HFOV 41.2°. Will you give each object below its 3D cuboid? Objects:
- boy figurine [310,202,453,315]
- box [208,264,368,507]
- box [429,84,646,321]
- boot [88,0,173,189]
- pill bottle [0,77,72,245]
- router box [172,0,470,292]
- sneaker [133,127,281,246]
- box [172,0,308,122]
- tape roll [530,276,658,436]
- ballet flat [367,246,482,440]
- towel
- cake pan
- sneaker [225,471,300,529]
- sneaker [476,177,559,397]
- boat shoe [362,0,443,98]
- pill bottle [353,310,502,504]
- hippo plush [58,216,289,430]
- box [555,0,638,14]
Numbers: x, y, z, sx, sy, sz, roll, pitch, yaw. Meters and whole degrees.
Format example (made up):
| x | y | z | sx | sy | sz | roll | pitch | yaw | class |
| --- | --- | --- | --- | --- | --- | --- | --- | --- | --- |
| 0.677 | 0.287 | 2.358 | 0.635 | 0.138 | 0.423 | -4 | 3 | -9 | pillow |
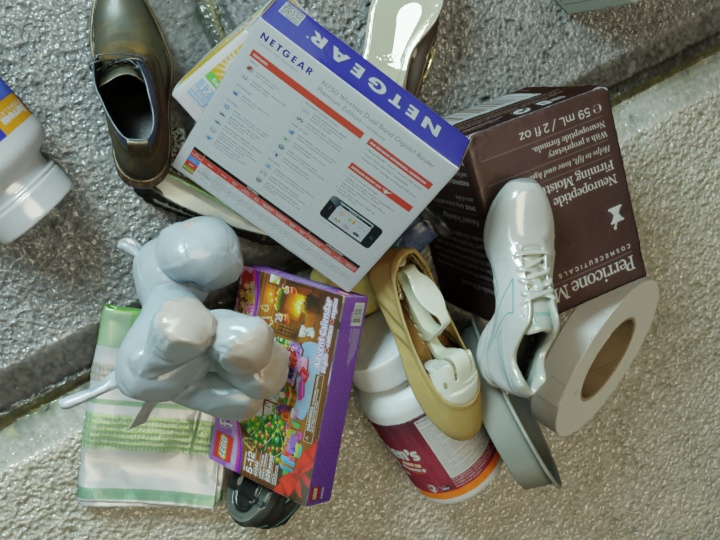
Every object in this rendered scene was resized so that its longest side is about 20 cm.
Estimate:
| x | y | z | sx | sy | sz | roll | pitch | yaw | class |
| --- | --- | --- | --- | --- | --- | --- | --- | --- | --- |
| 0.000 | 0.000 | 0.965 | 0.200 | 0.065 | 0.124 | -41 | 142 | 13 | boy figurine |
| -0.073 | 0.106 | 0.922 | 0.039 | 0.136 | 0.202 | 4 | 99 | -51 | box |
| 0.165 | -0.071 | 0.987 | 0.165 | 0.164 | 0.202 | -22 | 106 | -16 | box |
| -0.201 | -0.181 | 0.845 | 0.074 | 0.097 | 0.202 | -10 | 83 | -12 | boot |
| -0.343 | -0.123 | 0.815 | 0.112 | 0.112 | 0.200 | -43 | 111 | -9 | pill bottle |
| -0.037 | -0.100 | 0.819 | 0.199 | 0.049 | 0.180 | 36 | 130 | -8 | router box |
| -0.114 | -0.081 | 0.934 | 0.199 | 0.077 | 0.089 | 20 | 83 | -25 | sneaker |
| -0.058 | -0.140 | 0.896 | 0.200 | 0.112 | 0.102 | 47 | 37 | -17 | box |
| 0.260 | 0.090 | 1.057 | 0.202 | 0.037 | 0.204 | -37 | 145 | -31 | tape roll |
| 0.068 | 0.069 | 0.893 | 0.068 | 0.063 | 0.201 | -31 | 94 | -31 | ballet flat |
| -0.198 | 0.140 | 0.958 | 0.148 | 0.031 | 0.202 | 6 | 96 | -22 | towel |
| 0.151 | 0.143 | 1.012 | 0.037 | 0.201 | 0.201 | -27 | 109 | 9 | cake pan |
| -0.066 | 0.180 | 1.004 | 0.201 | 0.075 | 0.079 | -57 | 140 | -9 | sneaker |
| 0.154 | 0.018 | 0.869 | 0.070 | 0.080 | 0.202 | -1 | 100 | -16 | sneaker |
| 0.042 | -0.226 | 0.972 | 0.071 | 0.059 | 0.202 | 17 | 89 | 18 | boat shoe |
| 0.064 | 0.141 | 0.999 | 0.109 | 0.109 | 0.201 | -39 | 119 | -11 | pill bottle |
| -0.153 | 0.044 | 0.894 | 0.159 | 0.199 | 0.162 | 27 | 45 | -35 | hippo plush |
| 0.212 | -0.373 | 0.975 | 0.200 | 0.128 | 0.109 | 37 | 84 | -23 | box |
